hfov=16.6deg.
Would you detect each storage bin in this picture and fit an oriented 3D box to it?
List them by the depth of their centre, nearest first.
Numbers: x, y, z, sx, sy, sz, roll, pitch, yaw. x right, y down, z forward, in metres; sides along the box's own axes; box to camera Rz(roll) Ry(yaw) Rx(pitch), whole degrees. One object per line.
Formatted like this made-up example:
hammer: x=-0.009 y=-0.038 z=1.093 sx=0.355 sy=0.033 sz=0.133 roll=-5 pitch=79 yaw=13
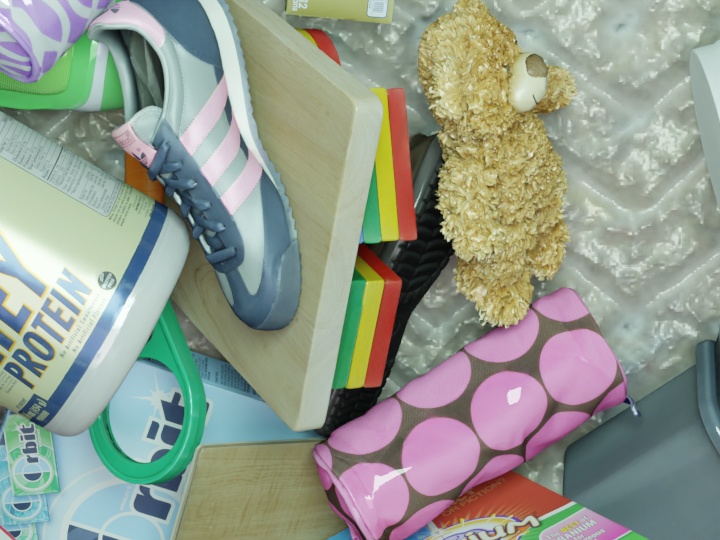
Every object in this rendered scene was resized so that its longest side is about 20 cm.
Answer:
storage bin: x=0.222 y=0.164 z=1.544 sx=0.134 sy=0.146 sz=0.200 roll=-30 pitch=110 yaw=20

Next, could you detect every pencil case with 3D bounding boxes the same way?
pencil case: x=-0.153 y=-0.194 z=1.360 sx=0.085 sy=0.084 sz=0.200 roll=32 pitch=69 yaw=23
pencil case: x=0.068 y=0.097 z=1.501 sx=0.200 sy=0.094 sz=0.091 roll=-29 pitch=70 yaw=-12

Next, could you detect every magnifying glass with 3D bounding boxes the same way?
magnifying glass: x=-0.128 y=0.027 z=1.477 sx=0.079 sy=0.022 sz=0.201 roll=-4 pitch=85 yaw=32

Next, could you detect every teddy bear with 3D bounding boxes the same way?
teddy bear: x=0.088 y=-0.061 z=1.442 sx=0.067 sy=0.145 sz=0.201 roll=14 pitch=117 yaw=35

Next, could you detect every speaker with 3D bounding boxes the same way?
speaker: x=-0.228 y=-0.144 z=1.417 sx=0.199 sy=0.089 sz=0.089 roll=8 pitch=111 yaw=-6

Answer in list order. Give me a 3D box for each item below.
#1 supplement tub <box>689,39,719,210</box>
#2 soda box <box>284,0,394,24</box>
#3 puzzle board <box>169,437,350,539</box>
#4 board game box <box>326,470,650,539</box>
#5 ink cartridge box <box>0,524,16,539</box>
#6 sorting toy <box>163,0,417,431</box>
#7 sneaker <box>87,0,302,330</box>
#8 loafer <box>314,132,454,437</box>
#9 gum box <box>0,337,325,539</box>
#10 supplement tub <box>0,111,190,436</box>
supplement tub: x=0.303 y=-0.092 z=1.434 sx=0.199 sy=0.145 sz=0.146 roll=-13 pitch=112 yaw=2
soda box: x=-0.003 y=-0.246 z=1.397 sx=0.064 sy=0.068 sz=0.201 roll=6 pitch=112 yaw=-5
puzzle board: x=-0.037 y=0.168 z=1.539 sx=0.199 sy=0.017 sz=0.151 roll=-1 pitch=116 yaw=-37
board game box: x=0.068 y=0.186 z=1.478 sx=0.153 sy=0.200 sz=0.040 roll=-27 pitch=113 yaw=-22
ink cartridge box: x=-0.286 y=0.234 z=1.524 sx=0.084 sy=0.145 sz=0.201 roll=-5 pitch=117 yaw=-39
sorting toy: x=-0.036 y=-0.044 z=1.418 sx=0.069 sy=0.200 sz=0.200 roll=-4 pitch=118 yaw=-30
sneaker: x=-0.095 y=-0.057 z=1.355 sx=0.082 sy=0.070 sz=0.201 roll=-13 pitch=81 yaw=-37
loafer: x=0.000 y=0.000 z=1.490 sx=0.071 sy=0.073 sz=0.201 roll=31 pitch=99 yaw=27
gum box: x=-0.133 y=0.132 z=1.553 sx=0.199 sy=0.045 sz=0.170 roll=19 pitch=110 yaw=-9
supplement tub: x=-0.212 y=-0.012 z=1.387 sx=0.200 sy=0.145 sz=0.145 roll=30 pitch=107 yaw=-10
